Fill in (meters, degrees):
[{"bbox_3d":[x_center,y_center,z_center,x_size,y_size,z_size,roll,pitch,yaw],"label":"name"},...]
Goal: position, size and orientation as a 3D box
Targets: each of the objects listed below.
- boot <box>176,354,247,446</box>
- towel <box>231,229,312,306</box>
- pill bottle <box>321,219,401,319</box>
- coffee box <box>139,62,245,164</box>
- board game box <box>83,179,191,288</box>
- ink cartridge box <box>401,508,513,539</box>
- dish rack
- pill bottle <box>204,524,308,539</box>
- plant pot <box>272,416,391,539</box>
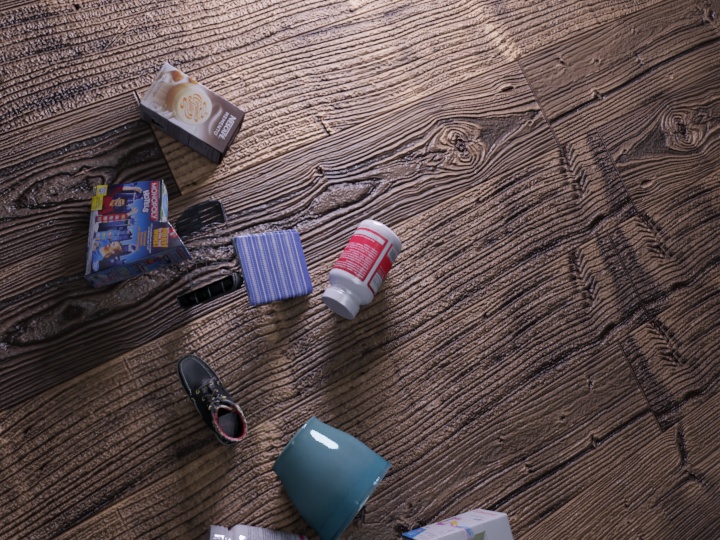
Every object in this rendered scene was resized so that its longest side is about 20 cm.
[{"bbox_3d":[-0.287,0.248,1.352,0.073,0.154,0.206,-31,89,-21],"label":"boot"},{"bbox_3d":[-0.182,-0.009,1.460,0.198,0.023,0.149,-10,83,-54],"label":"towel"},{"bbox_3d":[0.000,0.000,1.521,0.111,0.112,0.202,35,70,-7],"label":"pill bottle"},{"bbox_3d":[-0.360,-0.336,1.493,0.197,0.080,0.116,29,71,-10],"label":"coffee box"},{"bbox_3d":[-0.440,-0.076,1.391,0.194,0.062,0.205,-4,66,1],"label":"board game box"},{"bbox_3d":[0.204,0.570,1.447,0.195,0.144,0.087,-9,79,-19],"label":"ink cartridge box"},{"bbox_3d":[-0.321,-0.037,1.415,0.150,0.054,0.205,-19,82,24],"label":"dish rack"},{"bbox_3d":[-0.204,0.556,1.335,0.195,0.113,0.116,15,74,-14],"label":"pill bottle"},{"bbox_3d":[-0.069,0.405,1.380,0.187,0.201,0.201,38,69,10],"label":"plant pot"}]
